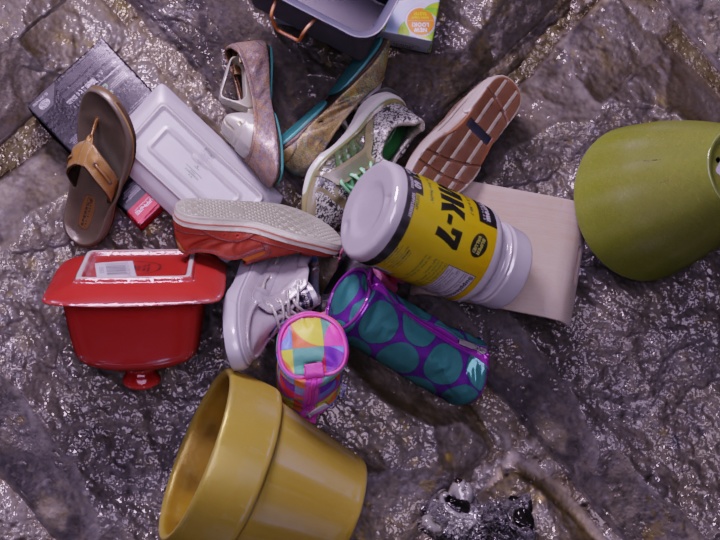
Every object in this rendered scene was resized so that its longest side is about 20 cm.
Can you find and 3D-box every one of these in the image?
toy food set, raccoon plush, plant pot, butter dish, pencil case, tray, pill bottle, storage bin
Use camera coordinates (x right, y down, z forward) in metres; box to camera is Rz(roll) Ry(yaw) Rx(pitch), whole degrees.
[{"bbox_3d":[0.166,-0.022,1.648,0.197,0.060,0.145,10,80,8],"label":"toy food set"},{"bbox_3d":[0.136,0.337,1.570,0.132,0.097,0.203,-6,81,4],"label":"raccoon plush"},{"bbox_3d":[-0.101,0.236,1.528,0.187,0.201,0.203,23,80,-13],"label":"plant pot"},{"bbox_3d":[0.372,-0.094,1.566,0.185,0.200,0.190,3,81,-21],"label":"plant pot"},{"bbox_3d":[-0.251,0.063,1.564,0.197,0.200,0.150,0,105,-5],"label":"butter dish"},{"bbox_3d":[-0.056,0.110,1.545,0.087,0.200,0.090,1,71,-2],"label":"pencil case"},{"bbox_3d":[-0.194,-0.114,1.609,0.200,0.022,0.108,43,81,-7],"label":"tray"},{"bbox_3d":[0.057,0.075,1.571,0.199,0.092,0.086,31,41,-25],"label":"pencil case"},{"bbox_3d":[0.087,-0.034,1.528,0.198,0.114,0.116,22,79,-29],"label":"pill bottle"},{"bbox_3d":[-0.049,-0.322,1.587,0.198,0.134,0.147,27,78,6],"label":"storage bin"}]

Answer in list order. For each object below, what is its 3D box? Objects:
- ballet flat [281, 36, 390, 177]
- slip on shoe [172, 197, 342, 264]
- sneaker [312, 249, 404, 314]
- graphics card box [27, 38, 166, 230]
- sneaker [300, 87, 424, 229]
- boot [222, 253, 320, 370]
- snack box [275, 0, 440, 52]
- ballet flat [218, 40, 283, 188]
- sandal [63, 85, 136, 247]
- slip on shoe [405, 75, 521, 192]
[{"bbox_3d":[-0.022,-0.192,1.663,0.071,0.071,0.200,42,81,4],"label":"ballet flat"},{"bbox_3d":[-0.119,-0.038,1.581,0.197,0.074,0.062,6,119,-11],"label":"slip on shoe"},{"bbox_3d":[0.000,0.000,1.633,0.200,0.079,0.095,-45,51,1],"label":"sneaker"},{"bbox_3d":[-0.285,-0.162,1.647,0.125,0.051,0.200,-44,87,-8],"label":"graphics card box"},{"bbox_3d":[0.004,-0.120,1.618,0.077,0.088,0.201,36,86,-41],"label":"sneaker"},{"bbox_3d":[-0.095,0.036,1.555,0.094,0.201,0.074,-9,122,11],"label":"boot"},{"bbox_3d":[0.003,-0.359,1.691,0.197,0.053,0.144,11,81,0],"label":"snack box"},{"bbox_3d":[-0.134,-0.186,1.632,0.066,0.068,0.202,4,58,-21],"label":"ballet flat"},{"bbox_3d":[-0.310,-0.112,1.580,0.080,0.054,0.202,27,117,16],"label":"sandal"},{"bbox_3d":[0.113,-0.153,1.640,0.076,0.060,0.201,44,70,-18],"label":"slip on shoe"}]
